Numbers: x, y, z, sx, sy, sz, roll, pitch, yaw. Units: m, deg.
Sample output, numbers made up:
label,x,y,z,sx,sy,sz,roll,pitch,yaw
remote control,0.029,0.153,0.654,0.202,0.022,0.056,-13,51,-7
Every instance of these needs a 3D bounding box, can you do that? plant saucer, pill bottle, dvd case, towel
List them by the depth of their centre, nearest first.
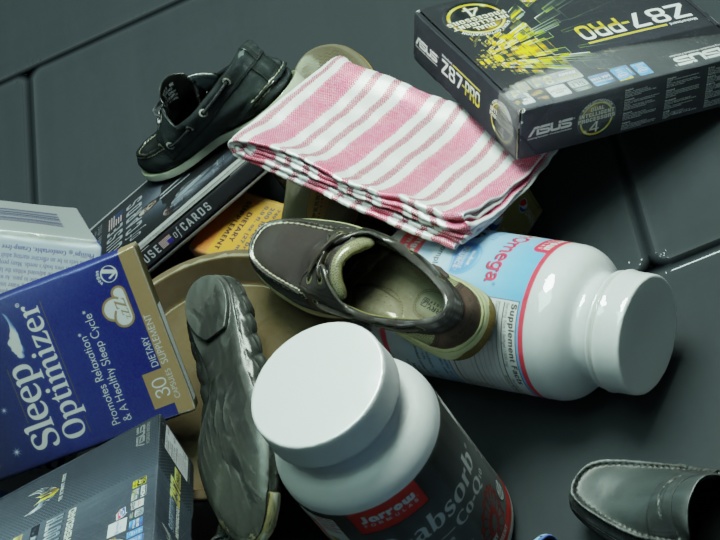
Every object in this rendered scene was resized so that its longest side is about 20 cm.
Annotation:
label,x,y,z,sx,sy,sz,roll,pitch,yaw
pill bottle,0.014,0.128,1.469,0.116,0.200,0.116,-16,49,19
pill bottle,0.112,0.030,1.554,0.199,0.109,0.109,9,60,35
plant saucer,-0.096,0.076,1.573,0.199,0.029,0.201,-9,56,14
towel,0.025,-0.092,1.609,0.200,0.030,0.146,23,40,21
dvd case,-0.146,-0.054,1.773,0.200,0.025,0.150,-39,19,9

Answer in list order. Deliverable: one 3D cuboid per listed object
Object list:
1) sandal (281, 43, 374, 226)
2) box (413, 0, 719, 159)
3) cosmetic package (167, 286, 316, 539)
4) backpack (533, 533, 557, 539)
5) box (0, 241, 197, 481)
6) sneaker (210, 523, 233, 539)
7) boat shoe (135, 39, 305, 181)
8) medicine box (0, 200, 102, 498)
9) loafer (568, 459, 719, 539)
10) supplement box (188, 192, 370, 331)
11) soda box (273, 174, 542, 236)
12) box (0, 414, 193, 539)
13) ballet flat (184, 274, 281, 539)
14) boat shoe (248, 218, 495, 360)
label,x,y,z,sx,sy,sz,roll,pitch,yaw
sandal,-0.030,-0.099,1.690,0.080,0.054,0.201,-11,50,23
box,0.161,-0.159,1.658,0.199,0.049,0.161,-15,41,-21
cosmetic package,-0.102,0.110,1.631,0.103,0.087,0.200,21,67,36
backpack,0.102,0.260,1.311,0.134,0.200,0.183,-16,49,19
box,-0.225,0.072,1.533,0.199,0.122,0.032,-20,8,2
sneaker,-0.103,0.222,1.482,0.114,0.199,0.076,34,114,43
boat shoe,-0.126,-0.128,1.748,0.199,0.066,0.075,-18,32,53
medicine box,-0.259,0.059,1.644,0.182,0.103,0.201,-144,61,-75
loafer,0.217,0.151,1.420,0.200,0.070,0.068,12,62,37
supplement box,-0.032,-0.001,1.695,0.200,0.069,0.067,18,65,38
soda box,0.035,-0.060,1.703,0.200,0.064,0.068,17,65,38
box,-0.185,0.182,1.432,0.157,0.051,0.200,-29,18,7
ballet flat,-0.077,0.092,1.513,0.066,0.057,0.201,-26,58,27
boat shoe,0.000,0.000,1.526,0.200,0.065,0.073,18,76,33
